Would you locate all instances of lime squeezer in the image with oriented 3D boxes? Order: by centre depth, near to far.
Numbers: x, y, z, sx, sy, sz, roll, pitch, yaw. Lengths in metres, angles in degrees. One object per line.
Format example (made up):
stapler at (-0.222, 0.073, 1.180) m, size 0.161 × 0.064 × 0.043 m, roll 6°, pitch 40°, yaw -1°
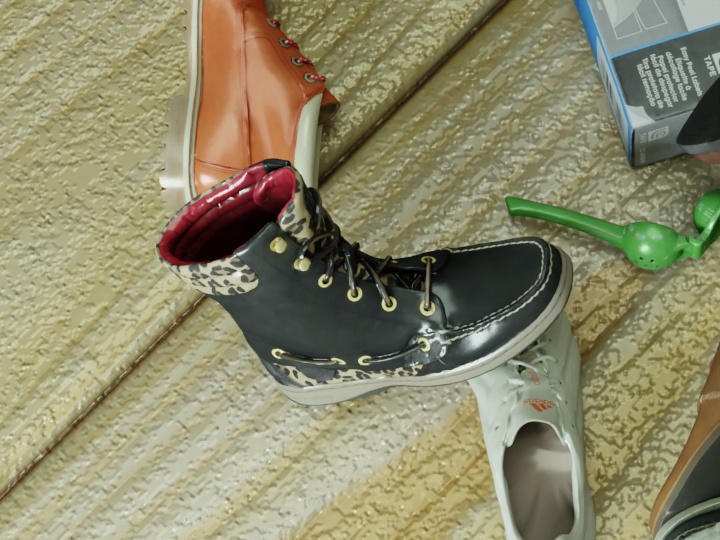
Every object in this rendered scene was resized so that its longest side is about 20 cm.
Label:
lime squeezer at (0.193, -0.038, 0.966) m, size 0.199 × 0.038 × 0.071 m, roll -17°, pitch 47°, yaw 3°

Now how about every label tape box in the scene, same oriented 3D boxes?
label tape box at (0.240, -0.163, 0.991) m, size 0.199 × 0.063 × 0.145 m, roll -17°, pitch 66°, yaw 3°

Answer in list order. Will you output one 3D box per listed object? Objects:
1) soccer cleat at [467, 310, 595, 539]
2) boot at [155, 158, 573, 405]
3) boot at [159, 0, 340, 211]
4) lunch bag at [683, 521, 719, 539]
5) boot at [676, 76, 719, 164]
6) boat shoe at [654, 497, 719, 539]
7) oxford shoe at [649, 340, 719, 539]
soccer cleat at (0.095, 0.075, 0.909) m, size 0.069 × 0.078 × 0.201 m, roll -12°, pitch 66°, yaw 5°
boot at (0.000, 0.000, 0.888) m, size 0.199 × 0.151 × 0.073 m, roll -16°, pitch 48°, yaw 30°
boot at (-0.063, -0.132, 1.033) m, size 0.107 × 0.075 × 0.201 m, roll 2°, pitch 76°, yaw 8°
lunch bag at (0.187, 0.228, 0.752) m, size 0.117 × 0.200 × 0.165 m, roll -1°, pitch 58°, yaw 10°
boot at (0.289, -0.039, 0.879) m, size 0.200 × 0.188 × 0.069 m, roll 41°, pitch 63°, yaw -21°
boat shoe at (0.252, 0.154, 0.838) m, size 0.199 × 0.068 × 0.072 m, roll 4°, pitch 94°, yaw 6°
oxford shoe at (0.218, 0.075, 0.904) m, size 0.200 × 0.071 × 0.071 m, roll -55°, pitch 32°, yaw -6°
